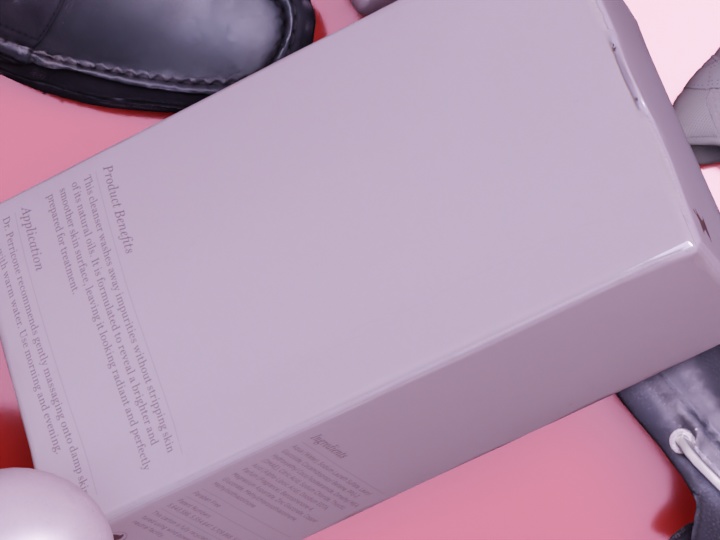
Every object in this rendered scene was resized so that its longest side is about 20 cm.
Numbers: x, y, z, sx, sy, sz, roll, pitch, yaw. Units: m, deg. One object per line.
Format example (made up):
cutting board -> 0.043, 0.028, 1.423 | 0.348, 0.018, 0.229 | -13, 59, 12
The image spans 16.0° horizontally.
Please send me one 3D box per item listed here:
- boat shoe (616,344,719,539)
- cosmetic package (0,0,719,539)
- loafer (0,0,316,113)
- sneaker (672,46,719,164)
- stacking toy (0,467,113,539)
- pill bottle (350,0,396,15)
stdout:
boat shoe -> 0.116, 0.067, 0.763 | 0.060, 0.076, 0.200 | -29, 75, 2
cosmetic package -> 0.000, 0.000, 0.732 | 0.200, 0.081, 0.113 | -23, 64, 13
loafer -> -0.112, -0.095, 0.778 | 0.200, 0.070, 0.068 | 18, 90, 4
sneaker -> 0.173, 0.001, 0.764 | 0.092, 0.076, 0.200 | -40, 79, 9
stacking toy -> -0.155, 0.088, 0.703 | 0.200, 0.146, 0.146 | -16, 88, 30
pill bottle -> -0.012, -0.182, 0.753 | 0.112, 0.112, 0.200 | -30, 87, 3
